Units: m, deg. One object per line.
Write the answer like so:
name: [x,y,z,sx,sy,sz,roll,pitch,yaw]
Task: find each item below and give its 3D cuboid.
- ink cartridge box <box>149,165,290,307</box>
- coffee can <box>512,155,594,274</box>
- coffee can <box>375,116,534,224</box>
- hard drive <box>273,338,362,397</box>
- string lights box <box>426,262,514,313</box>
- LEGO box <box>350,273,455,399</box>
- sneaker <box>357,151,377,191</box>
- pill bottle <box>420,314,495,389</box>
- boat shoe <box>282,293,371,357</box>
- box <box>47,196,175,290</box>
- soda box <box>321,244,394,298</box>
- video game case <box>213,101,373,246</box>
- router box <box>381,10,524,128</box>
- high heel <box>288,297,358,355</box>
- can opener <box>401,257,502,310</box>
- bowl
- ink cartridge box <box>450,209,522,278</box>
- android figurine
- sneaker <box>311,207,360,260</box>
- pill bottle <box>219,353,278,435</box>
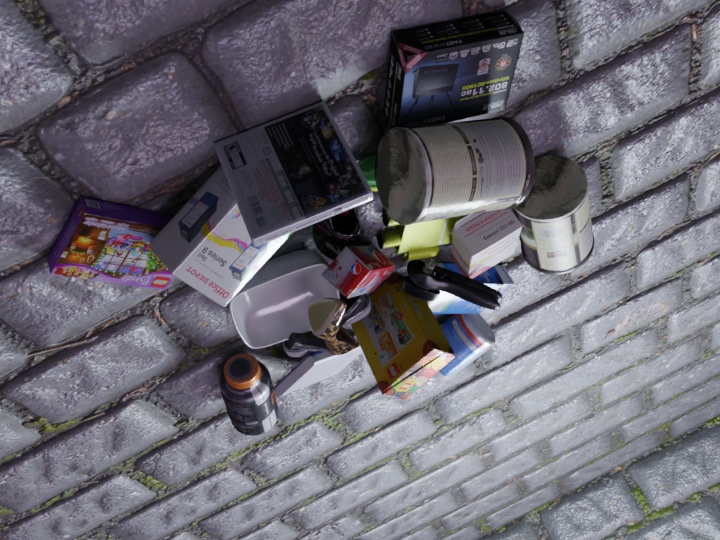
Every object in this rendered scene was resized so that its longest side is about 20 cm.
ink cartridge box: [-0.207,-0.060,1.302,0.200,0.088,0.145,-46,144,0]
coffee can: [0.371,-0.104,1.603,0.146,0.147,0.200,-27,145,1]
coffee can: [0.144,-0.156,1.282,0.200,0.147,0.147,-11,142,-28]
hard drive: [-0.078,0.199,1.745,0.132,0.025,0.200,-44,163,31]
string lights box: [0.218,0.040,1.766,0.200,0.059,0.103,2,137,-34]
LEGO box: [0.078,0.132,1.673,0.149,0.200,0.077,-43,141,24]
sneaker: [0.060,-0.195,1.367,0.200,0.074,0.084,-24,131,-12]
pill bottle: [0.199,0.181,1.889,0.200,0.112,0.112,-41,142,20]
boat shoe: [-0.072,0.098,1.646,0.200,0.072,0.068,-29,147,0]
box: [-0.370,-0.038,1.311,0.200,0.039,0.137,10,132,-41]
soda box: [0.000,0.000,1.488,0.070,0.063,0.200,-50,170,11]
video game case: [-0.100,-0.144,1.206,0.181,0.200,0.023,-22,146,-5]
router box: [0.139,-0.302,1.275,0.200,0.062,0.150,-15,145,-15]
high heel: [-0.032,0.101,1.540,0.142,0.072,0.200,6,151,-29]
can opener: [0.182,0.027,1.629,0.200,0.063,0.079,14,142,3]
bowl: [-0.145,0.045,1.530,0.200,0.075,0.200,-22,145,-8]
ink cartridge box: [0.239,-0.061,1.587,0.116,0.068,0.200,-32,162,-5]
android figurine: [0.132,-0.091,1.562,0.200,0.041,0.182,-9,142,-20]
sneaker: [-0.042,-0.075,1.433,0.077,0.084,0.200,-18,144,-10]
pill bottle: [-0.231,0.251,1.711,0.106,0.106,0.200,-18,145,-11]
